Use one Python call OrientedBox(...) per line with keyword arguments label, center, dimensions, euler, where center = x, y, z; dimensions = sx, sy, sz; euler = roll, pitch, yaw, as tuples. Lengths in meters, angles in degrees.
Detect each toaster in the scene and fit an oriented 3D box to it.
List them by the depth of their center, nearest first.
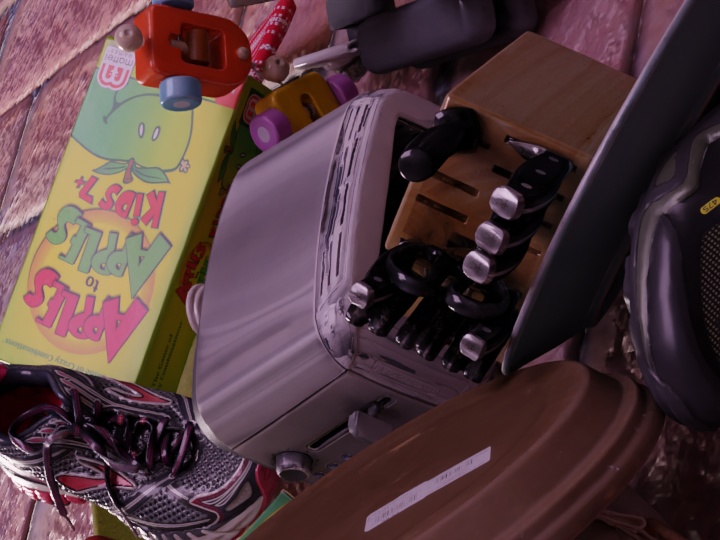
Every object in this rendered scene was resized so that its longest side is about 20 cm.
OrientedBox(label="toaster", center=(0.000, 0.000, 0.917), dimensions=(0.129, 0.113, 0.200), euler=(-30, 43, 48))

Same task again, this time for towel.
OrientedBox(label="towel", center=(-0.106, -0.071, 1.213), dimensions=(0.200, 0.022, 0.145), euler=(-66, 13, -25))

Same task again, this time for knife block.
OrientedBox(label="knife block", center=(0.062, -0.044, 0.743), dimensions=(0.200, 0.064, 0.176), euler=(-61, -9, -23))

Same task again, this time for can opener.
OrientedBox(label="can opener", center=(0.022, -0.137, 1.029), dimensions=(0.200, 0.053, 0.067), euler=(2, 104, 61))

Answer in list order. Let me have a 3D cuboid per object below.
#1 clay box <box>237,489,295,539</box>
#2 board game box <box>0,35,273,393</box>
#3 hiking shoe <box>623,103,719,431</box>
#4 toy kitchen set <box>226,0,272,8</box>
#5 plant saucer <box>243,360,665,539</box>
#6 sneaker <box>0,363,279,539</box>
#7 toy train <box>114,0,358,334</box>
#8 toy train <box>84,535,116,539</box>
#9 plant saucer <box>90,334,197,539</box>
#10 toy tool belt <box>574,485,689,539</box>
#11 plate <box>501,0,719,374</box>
OrientedBox(label="clay box", center=(-0.060, 0.178, 0.824), dimensions=(0.200, 0.048, 0.115), euler=(-47, -20, -15))
OrientedBox(label="board game box", center=(-0.130, -0.026, 1.094), dimensions=(0.101, 0.048, 0.200), euler=(18, 86, 25))
OrientedBox(label="hiking shoe", center=(0.163, -0.034, 0.633), dimensions=(0.101, 0.076, 0.200), euler=(8, 65, 58))
OrientedBox(label="toy kitchen set", center=(-0.009, -0.246, 0.971), dimensions=(0.200, 0.163, 0.181), euler=(-118, 17, -62))
OrientedBox(label="plant saucer", center=(0.015, 0.089, 0.665), dimensions=(0.200, 0.030, 0.200), euler=(-31, 6, 4))
OrientedBox(label="sneaker", center=(-0.129, 0.094, 0.986), dimensions=(0.200, 0.075, 0.081), euler=(4, 60, 32))
OrientedBox(label="toy train", center=(-0.067, -0.051, 1.018), dimensions=(0.056, 0.150, 0.200), euler=(-27, 68, 51))
OrientedBox(label="toy train", center=(-0.122, 0.182, 0.915), dimensions=(0.116, 0.200, 0.085), euler=(17, 86, 60))
OrientedBox(label="plant saucer", center=(-0.096, 0.076, 1.120), dimensions=(0.200, 0.048, 0.200), euler=(-57, 27, 24))
OrientedBox(label="toy tool belt", center=(0.054, 0.169, 0.653), dimensions=(0.200, 0.125, 0.123), euler=(-50, 30, 1))
OrientedBox(label="plate", center=(0.113, -0.042, 0.731), dimensions=(0.200, 0.026, 0.200), euler=(-57, -11, -17))
